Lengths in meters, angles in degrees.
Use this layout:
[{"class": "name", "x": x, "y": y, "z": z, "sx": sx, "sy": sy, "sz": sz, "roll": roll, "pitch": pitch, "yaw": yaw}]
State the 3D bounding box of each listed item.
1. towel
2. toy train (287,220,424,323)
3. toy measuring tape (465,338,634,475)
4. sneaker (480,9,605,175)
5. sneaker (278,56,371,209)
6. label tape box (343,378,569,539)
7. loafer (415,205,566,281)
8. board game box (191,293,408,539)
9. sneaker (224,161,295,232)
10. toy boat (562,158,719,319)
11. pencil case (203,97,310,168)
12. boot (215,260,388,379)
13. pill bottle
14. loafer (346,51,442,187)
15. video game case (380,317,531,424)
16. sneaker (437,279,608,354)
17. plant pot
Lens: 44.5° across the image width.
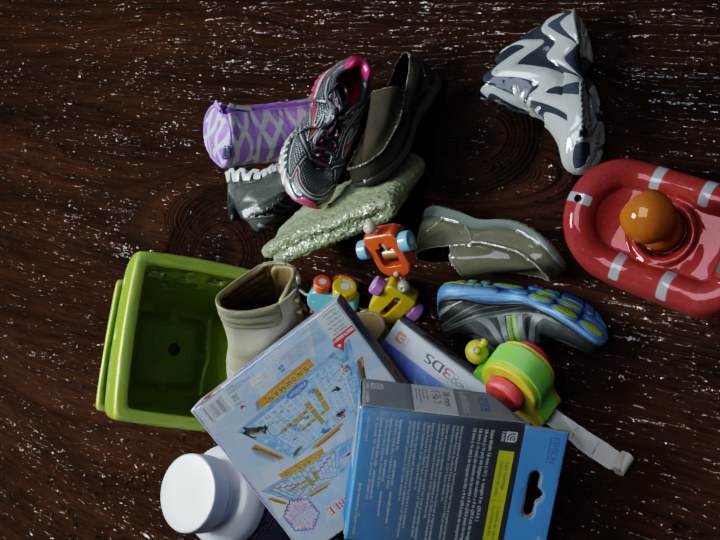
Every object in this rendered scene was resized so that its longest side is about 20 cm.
[{"class": "towel", "x": -0.021, "y": -0.076, "z": 1.085, "sx": 0.198, "sy": 0.037, "sz": 0.149, "roll": -19, "pitch": 22, "yaw": 31}, {"class": "toy train", "x": 0.000, "y": 0.000, "z": 1.050, "sx": 0.198, "sy": 0.151, "sz": 0.056, "roll": -14, "pitch": 36, "yaw": 35}, {"class": "toy measuring tape", "x": 0.189, "y": 0.128, "z": 0.881, "sx": 0.199, "sy": 0.073, "sz": 0.074, "roll": 35, "pitch": 97, "yaw": 18}, {"class": "sneaker", "x": 0.197, "y": -0.186, "z": 0.993, "sx": 0.128, "sy": 0.079, "sz": 0.202, "roll": -15, "pitch": 68, "yaw": 32}, {"class": "sneaker", "x": -0.041, "y": -0.172, "z": 1.070, "sx": 0.074, "sy": 0.080, "sz": 0.203, "roll": -21, "pitch": 51, "yaw": 62}, {"class": "label tape box", "x": 0.088, "y": 0.194, "z": 0.861, "sx": 0.197, "sy": 0.063, "sz": 0.146, "roll": 7, "pitch": 108, "yaw": -2}, {"class": "loafer", "x": 0.139, "y": -0.016, "z": 0.984, "sx": 0.199, "sy": 0.075, "sz": 0.070, "roll": 17, "pitch": 72, "yaw": 46}, {"class": "board game box", "x": -0.040, "y": 0.163, "z": 0.922, "sx": 0.199, "sy": 0.041, "sz": 0.200, "roll": -36, "pitch": 95, "yaw": 12}, {"class": "sneaker", "x": -0.116, "y": -0.096, "z": 1.187, "sx": 0.198, "sy": 0.066, "sz": 0.092, "roll": 2, "pitch": 85, "yaw": 46}, {"class": "toy boat", "x": 0.288, "y": -0.042, "z": 0.857, "sx": 0.199, "sy": 0.130, "sz": 0.132, "roll": 24, "pitch": 90, "yaw": 36}, {"class": "pencil case", "x": -0.105, "y": -0.186, "z": 1.127, "sx": 0.084, "sy": 0.198, "sz": 0.086, "roll": 41, "pitch": 133, "yaw": 39}, {"class": "boot", "x": -0.060, "y": 0.054, "z": 0.977, "sx": 0.197, "sy": 0.157, "sz": 0.073, "roll": -15, "pitch": 46, "yaw": -14}, {"class": "pill bottle", "x": -0.131, "y": 0.259, "z": 1.014, "sx": 0.110, "sy": 0.199, "sz": 0.113, "roll": -10, "pitch": 71, "yaw": 31}, {"class": "loafer", "x": 0.029, "y": -0.186, "z": 1.070, "sx": 0.072, "sy": 0.071, "sz": 0.201, "roll": -10, "pitch": 44, "yaw": 47}, {"class": "video game case", "x": 0.062, "y": 0.186, "z": 0.963, "sx": 0.180, "sy": 0.045, "sz": 0.201, "roll": 35, "pitch": 98, "yaw": 16}, {"class": "sneaker", "x": 0.173, "y": 0.060, "z": 0.955, "sx": 0.197, "sy": 0.070, "sz": 0.084, "roll": 9, "pitch": 103, "yaw": 33}, {"class": "plant pot", "x": -0.225, "y": 0.100, "z": 1.117, "sx": 0.181, "sy": 0.198, "sz": 0.202, "roll": -17, "pitch": 64, "yaw": 60}]
